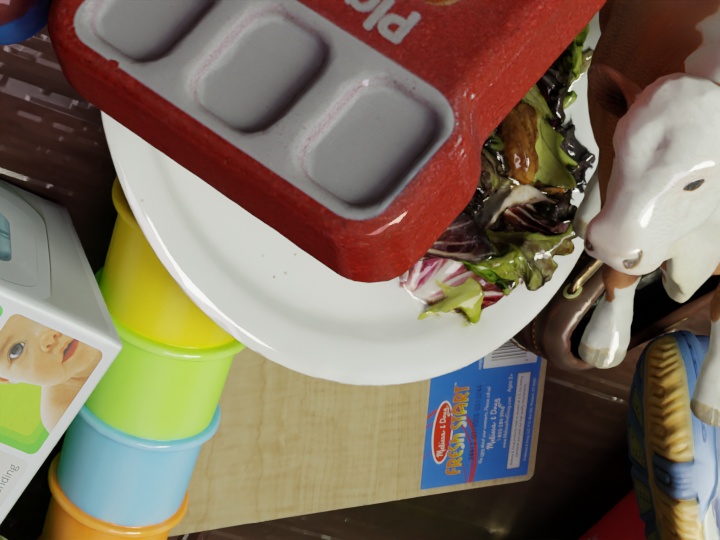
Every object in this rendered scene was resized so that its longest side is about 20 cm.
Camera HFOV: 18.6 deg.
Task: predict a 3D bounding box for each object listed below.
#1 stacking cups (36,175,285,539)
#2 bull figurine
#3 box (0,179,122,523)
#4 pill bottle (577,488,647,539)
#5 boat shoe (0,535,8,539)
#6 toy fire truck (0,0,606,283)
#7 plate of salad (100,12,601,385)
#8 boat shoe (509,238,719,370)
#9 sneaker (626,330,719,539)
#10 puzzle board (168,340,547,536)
[{"bbox_3d":[-0.083,0.059,0.758,0.060,0.061,0.200,7,123,-24],"label":"stacking cups"},{"bbox_3d":[0.094,-0.035,0.635,0.065,0.200,0.122,11,125,5],"label":"bull figurine"},{"bbox_3d":[-0.207,0.044,0.693,0.176,0.097,0.200,27,107,-33],"label":"box"},{"bbox_3d":[0.167,0.106,0.858,0.200,0.112,0.112,-43,124,7],"label":"pill bottle"},{"bbox_3d":[-0.166,0.168,0.773,0.065,0.073,0.200,30,123,-29],"label":"boat shoe"},{"bbox_3d":[-0.023,-0.107,0.580,0.168,0.200,0.112,-49,158,-18],"label":"toy fire truck"},{"bbox_3d":[0.010,-0.064,0.695,0.200,0.048,0.201,2,86,-34],"label":"plate of salad"},{"bbox_3d":[0.137,-0.025,0.790,0.200,0.070,0.071,-32,122,-11],"label":"boat shoe"},{"bbox_3d":[0.152,0.111,0.774,0.088,0.075,0.201,-15,100,0],"label":"sneaker"},{"bbox_3d":[0.000,0.000,0.793,0.150,0.017,0.200,-7,121,-18],"label":"puzzle board"}]
